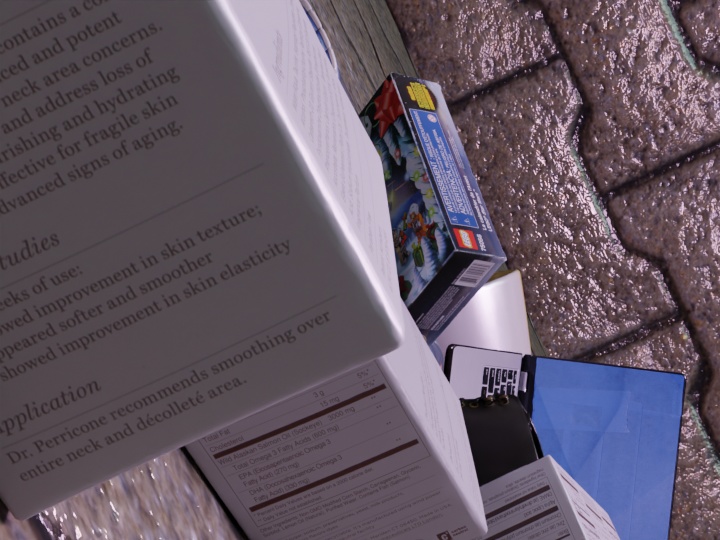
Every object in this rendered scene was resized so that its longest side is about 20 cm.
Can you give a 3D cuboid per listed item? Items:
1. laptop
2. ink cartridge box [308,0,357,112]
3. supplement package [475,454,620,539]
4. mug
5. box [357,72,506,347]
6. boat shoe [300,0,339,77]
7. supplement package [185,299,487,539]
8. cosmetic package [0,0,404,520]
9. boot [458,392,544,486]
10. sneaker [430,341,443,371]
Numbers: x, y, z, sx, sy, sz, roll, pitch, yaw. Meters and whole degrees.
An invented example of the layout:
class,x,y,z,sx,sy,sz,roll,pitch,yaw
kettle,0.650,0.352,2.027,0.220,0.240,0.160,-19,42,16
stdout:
class,x,y,z,sx,sy,sz,roll,pitch,yaw
laptop,0.144,0.158,1.348,0.200,0.115,0.188,11,84,-61
ink cartridge box,-0.065,-0.223,1.756,0.198,0.047,0.201,-25,93,-80
supplement package,0.088,0.212,1.122,0.111,0.155,0.200,66,9,23
mug,0.090,0.087,1.461,0.149,0.186,0.154,-14,-86,62
box,0.000,0.000,1.099,0.040,0.200,0.137,9,46,-33
boat shoe,-0.086,-0.179,1.293,0.200,0.072,0.072,49,-12,14
supplement package,-0.029,0.058,0.972,0.117,0.117,0.200,-98,162,-55
cosmetic package,-0.100,-0.054,0.690,0.167,0.167,0.201,-94,159,-63
boot,0.045,0.090,1.256,0.201,0.138,0.077,67,9,16
sneaker,0.029,0.081,1.162,0.200,0.084,0.075,51,-48,44
